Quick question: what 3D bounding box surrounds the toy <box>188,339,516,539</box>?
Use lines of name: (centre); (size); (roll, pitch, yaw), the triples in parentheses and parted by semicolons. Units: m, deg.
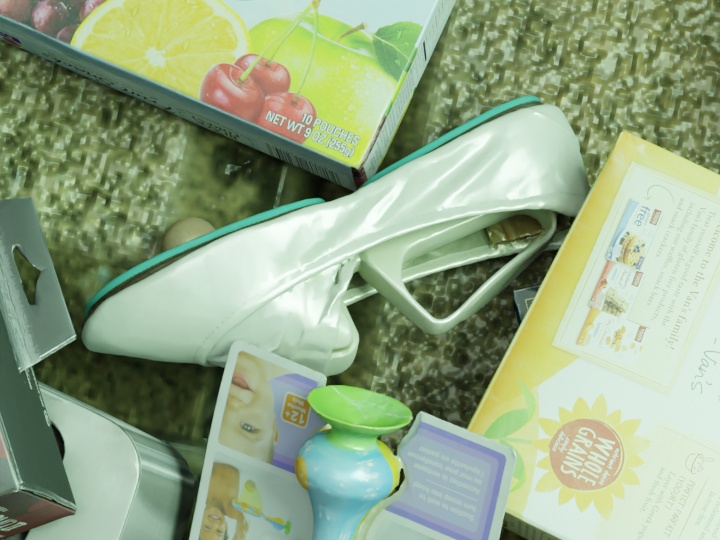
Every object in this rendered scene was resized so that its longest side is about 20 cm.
toy: (-0.025, 0.136, 0.795); (0.115, 0.047, 0.200); (20, 104, 26)

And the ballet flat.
ballet flat: (0.000, 0.000, 0.841); (0.200, 0.069, 0.069); (-24, 79, -17)

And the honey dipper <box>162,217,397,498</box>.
honey dipper: (-0.010, 0.060, 0.868); (0.038, 0.038, 0.200); (-37, 75, -3)

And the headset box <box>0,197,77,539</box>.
headset box: (-0.192, 0.031, 0.743); (0.200, 0.077, 0.149); (-20, 77, 2)

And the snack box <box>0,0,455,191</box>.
snack box: (-0.060, -0.134, 0.894); (0.200, 0.053, 0.142); (23, 81, 8)

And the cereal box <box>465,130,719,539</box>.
cereal box: (0.148, 0.058, 0.807); (0.200, 0.040, 0.144); (27, 76, 9)

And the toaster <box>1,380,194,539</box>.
toaster: (-0.165, 0.115, 0.825); (0.200, 0.119, 0.181); (24, 83, 8)

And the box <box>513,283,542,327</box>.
box: (0.167, 0.053, 0.850); (0.200, 0.038, 0.137); (-13, 78, 2)
